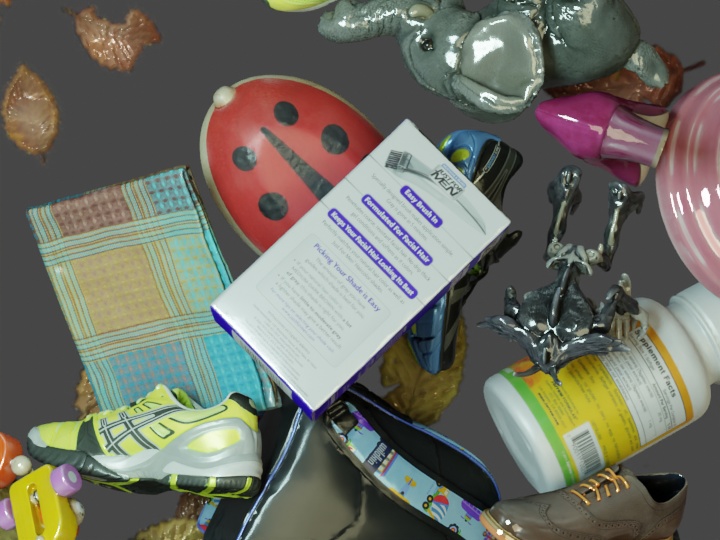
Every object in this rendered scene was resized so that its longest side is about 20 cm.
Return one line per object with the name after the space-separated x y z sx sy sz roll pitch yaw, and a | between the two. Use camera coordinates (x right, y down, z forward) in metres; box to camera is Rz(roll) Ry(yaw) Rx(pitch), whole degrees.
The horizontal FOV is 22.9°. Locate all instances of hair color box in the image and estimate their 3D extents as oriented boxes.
0.000 0.000 1.286 0.200 0.065 0.109 -43 83 -8 | hair color box

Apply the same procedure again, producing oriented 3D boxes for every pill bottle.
0.210 0.091 1.432 0.200 0.111 0.111 -28 106 -8 | pill bottle

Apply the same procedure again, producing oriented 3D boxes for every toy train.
-0.264 0.204 1.313 0.056 0.150 0.200 31 60 -52 | toy train

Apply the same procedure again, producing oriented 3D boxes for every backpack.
0.000 0.190 1.376 0.200 0.135 0.183 28 82 -19 | backpack

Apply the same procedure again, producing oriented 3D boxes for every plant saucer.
0.328 -0.067 1.423 0.200 0.051 0.201 7 75 -29 | plant saucer

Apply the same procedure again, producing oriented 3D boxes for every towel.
-0.158 0.030 1.338 0.146 0.022 0.200 -14 106 21 | towel

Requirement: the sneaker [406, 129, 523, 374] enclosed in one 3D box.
0.084 -0.010 1.400 0.083 0.071 0.200 7 104 -25 | sneaker

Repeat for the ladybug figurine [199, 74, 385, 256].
-0.038 -0.066 1.359 0.200 0.072 0.136 41 89 -18 | ladybug figurine

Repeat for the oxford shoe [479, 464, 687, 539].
0.173 0.180 1.365 0.200 0.071 0.073 4 118 -42 | oxford shoe

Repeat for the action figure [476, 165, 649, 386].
0.164 0.021 1.368 0.102 0.119 0.200 70 34 -50 | action figure

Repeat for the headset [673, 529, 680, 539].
0.193 0.243 1.435 0.124 0.094 0.200 49 54 -2 | headset

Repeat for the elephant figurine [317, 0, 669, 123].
0.100 -0.171 1.360 0.200 0.155 0.142 -36 141 5 | elephant figurine

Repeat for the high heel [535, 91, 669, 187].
0.183 -0.110 1.359 0.096 0.200 0.068 20 91 5 | high heel

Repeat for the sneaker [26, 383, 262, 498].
-0.159 0.126 1.335 0.200 0.075 0.077 2 74 23 | sneaker

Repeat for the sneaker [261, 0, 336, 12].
0.011 -0.255 1.327 0.200 0.090 0.078 -30 108 -6 | sneaker
